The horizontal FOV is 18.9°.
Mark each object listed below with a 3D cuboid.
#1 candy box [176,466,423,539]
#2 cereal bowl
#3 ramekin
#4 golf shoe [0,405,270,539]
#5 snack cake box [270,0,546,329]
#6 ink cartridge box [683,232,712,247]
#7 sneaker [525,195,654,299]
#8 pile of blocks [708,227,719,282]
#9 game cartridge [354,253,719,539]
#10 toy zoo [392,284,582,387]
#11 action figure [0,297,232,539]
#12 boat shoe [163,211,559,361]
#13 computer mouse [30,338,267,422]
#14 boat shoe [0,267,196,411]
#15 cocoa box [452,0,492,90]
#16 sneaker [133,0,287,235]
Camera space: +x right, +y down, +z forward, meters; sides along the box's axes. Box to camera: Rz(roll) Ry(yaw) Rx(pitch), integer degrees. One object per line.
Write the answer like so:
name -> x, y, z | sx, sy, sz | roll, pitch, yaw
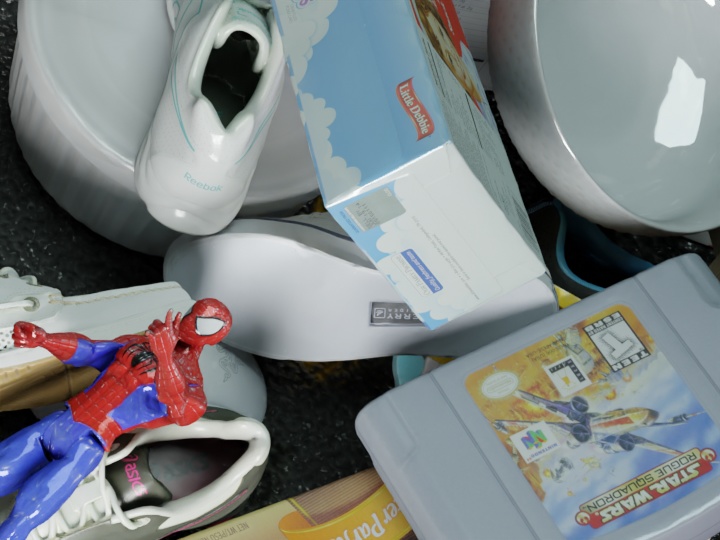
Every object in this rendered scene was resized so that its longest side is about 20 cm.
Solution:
candy box -> 0.004, 0.160, 1.027 | 0.199, 0.055, 0.116 | -17, 54, -27
cereal bowl -> 0.144, -0.116, 1.175 | 0.199, 0.083, 0.202 | 3, 85, -35
ramekin -> -0.095, -0.098, 1.151 | 0.201, 0.094, 0.204 | 13, 55, -19
golf shoe -> -0.135, 0.104, 0.992 | 0.199, 0.088, 0.078 | -20, 82, -26
snack cake box -> 0.015, -0.087, 1.037 | 0.115, 0.067, 0.201 | 48, 21, -47
ink cartridge box -> 0.240, -0.109, 1.347 | 0.116, 0.068, 0.201 | 20, 54, -15
sneaker -> 0.148, 0.046, 1.189 | 0.200, 0.082, 0.073 | 46, 47, 4
pile of blocks -> 0.224, 0.015, 1.166 | 0.082, 0.062, 0.200 | 35, 35, -2
game cartridge -> 0.114, 0.081, 1.034 | 0.199, 0.042, 0.133 | -25, 53, -15
toy zoo -> 0.104, 0.083, 1.140 | 0.199, 0.020, 0.132 | 29, 83, -8
action figure -> -0.136, 0.066, 0.924 | 0.200, 0.099, 0.065 | -40, 57, -18
boat shoe -> 0.000, 0.000, 1.097 | 0.198, 0.071, 0.070 | 2, 28, -3
computer mouse -> -0.134, 0.040, 1.072 | 0.199, 0.044, 0.110 | 7, 56, -23
boat shoe -> -0.170, 0.027, 1.000 | 0.199, 0.071, 0.070 | -14, 70, -25
cocoa box -> 0.071, -0.227, 1.296 | 0.133, 0.131, 0.201 | 4, 58, -25
sneaker -> -0.060, -0.115, 1.069 | 0.070, 0.080, 0.201 | 16, 52, -15
